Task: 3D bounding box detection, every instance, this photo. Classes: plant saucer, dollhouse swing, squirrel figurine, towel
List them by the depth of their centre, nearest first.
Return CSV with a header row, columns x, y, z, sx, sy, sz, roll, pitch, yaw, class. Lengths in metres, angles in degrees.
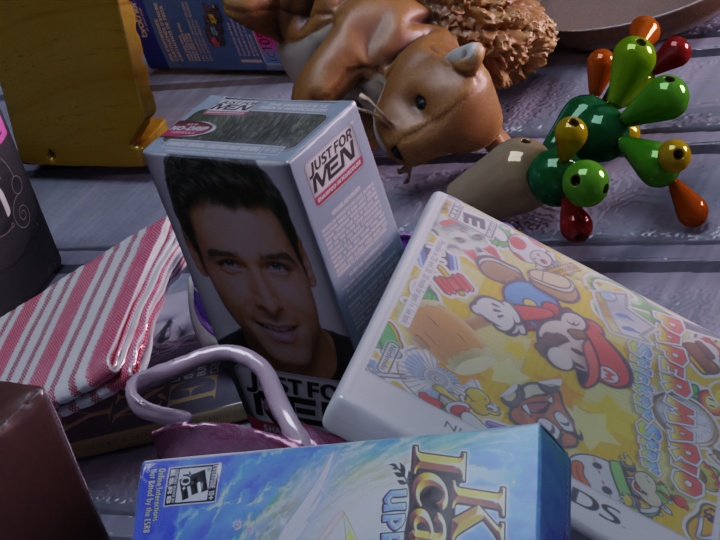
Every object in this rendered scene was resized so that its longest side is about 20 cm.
x,y,z,sx,sy,sz,roll,pitch,yaw,class
-0.183,0.056,1.124,0.199,0.030,0.147,-29,25,29,towel
0.043,-0.149,1.306,0.200,0.142,0.186,-35,39,-21,squirrel figurine
0.201,-0.209,1.422,0.199,0.032,0.201,-15,28,8,plant saucer
-0.190,-0.203,1.482,0.181,0.201,0.176,4,24,36,dollhouse swing

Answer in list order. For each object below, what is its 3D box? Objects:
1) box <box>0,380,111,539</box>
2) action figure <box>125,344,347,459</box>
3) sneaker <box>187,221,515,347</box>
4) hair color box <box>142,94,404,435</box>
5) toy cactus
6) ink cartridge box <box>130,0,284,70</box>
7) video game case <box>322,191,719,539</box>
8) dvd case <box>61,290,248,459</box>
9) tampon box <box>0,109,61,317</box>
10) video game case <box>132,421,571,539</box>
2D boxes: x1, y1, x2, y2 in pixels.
x,y,z,sx,sy,sz,roll,pitch,yaw,class
-0.231,0.165,0.878,0.165,0.165,0.200,5,36,38,box
0.000,0.101,0.884,0.133,0.150,0.200,-26,14,-26,action figure
0.000,0.000,1.106,0.198,0.084,0.081,-10,30,-6,sneaker
-0.026,0.014,0.983,0.099,0.201,0.061,6,37,39,hair color box
0.132,-0.068,1.176,0.164,0.102,0.200,-27,25,28,toy cactus
-0.096,-0.225,1.583,0.199,0.077,0.136,8,37,38,ink cartridge box
0.090,0.053,0.904,0.181,0.023,0.200,27,32,0,video game case
-0.129,0.058,1.165,0.199,0.016,0.149,-14,29,9,dvd case
-0.331,-0.012,1.294,0.199,0.127,0.150,-5,31,24,tampon box
-0.009,0.166,0.766,0.180,0.045,0.201,-7,63,20,video game case
